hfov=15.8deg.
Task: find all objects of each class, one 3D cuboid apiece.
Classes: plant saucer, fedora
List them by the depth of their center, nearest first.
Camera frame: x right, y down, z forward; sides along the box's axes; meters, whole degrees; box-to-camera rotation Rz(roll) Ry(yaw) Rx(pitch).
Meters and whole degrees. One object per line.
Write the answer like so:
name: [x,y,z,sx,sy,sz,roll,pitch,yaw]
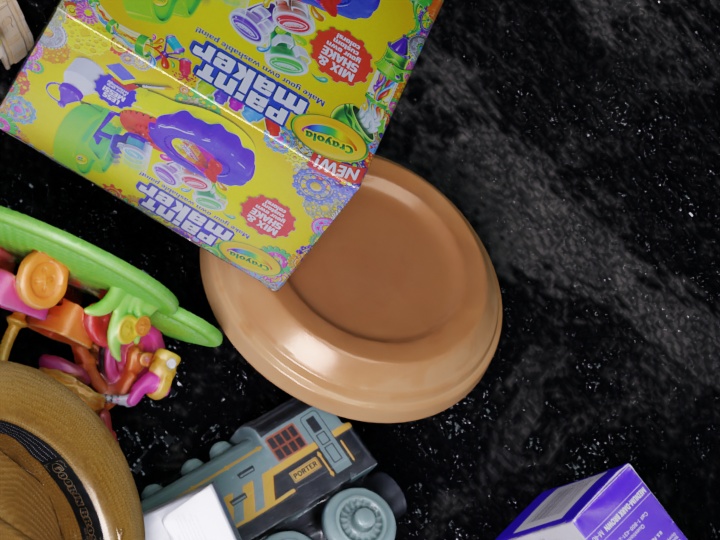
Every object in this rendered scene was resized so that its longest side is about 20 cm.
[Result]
fedora: [-0.208,0.144,1.363,0.200,0.082,0.201,8,78,-40]
plant saucer: [0.000,0.000,1.602,0.200,0.037,0.200,14,52,-18]

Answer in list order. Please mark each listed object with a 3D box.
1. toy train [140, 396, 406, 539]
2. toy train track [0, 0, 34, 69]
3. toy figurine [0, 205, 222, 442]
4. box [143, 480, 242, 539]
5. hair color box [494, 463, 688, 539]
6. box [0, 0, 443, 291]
toy train: [-0.068,0.158,1.540,0.200,0.085,0.114,-30,79,-28]
toy train track: [-0.243,-0.133,1.522,0.200,0.033,0.115,-40,141,-16]
toy figurine: [-0.192,0.081,1.491,0.200,0.150,0.184,33,76,-42]
box: [-0.141,0.230,1.451,0.200,0.041,0.156,-25,88,-1]
hair color box: [0.183,0.224,1.628,0.065,0.109,0.200,-43,96,-29]
box: [-0.081,-0.131,1.547,0.200,0.122,0.193,30,50,-9]
